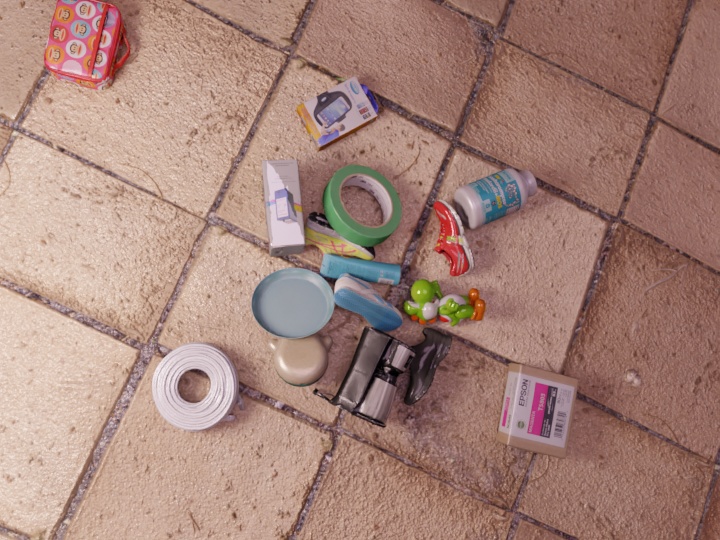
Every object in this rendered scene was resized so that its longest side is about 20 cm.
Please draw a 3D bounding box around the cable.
[{"bbox_3d":[-0.380,0.268,1.339,0.196,0.069,0.204,-15,86,-10],"label":"cable"}]

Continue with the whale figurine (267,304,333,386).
[{"bbox_3d":[-0.143,0.179,1.385,0.156,0.104,0.203,-4,60,-8],"label":"whale figurine"}]

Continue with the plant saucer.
[{"bbox_3d":[-0.159,0.081,1.375,0.196,0.028,0.203,3,51,-3],"label":"plant saucer"}]

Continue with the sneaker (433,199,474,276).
[{"bbox_3d":[0.222,-0.081,1.470,0.083,0.077,0.203,-21,87,-5],"label":"sneaker"}]

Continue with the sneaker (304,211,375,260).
[{"bbox_3d":[-0.056,-0.066,1.433,0.197,0.079,0.091,25,117,-16],"label":"sneaker"}]

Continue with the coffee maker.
[{"bbox_3d":[0.012,0.239,1.370,0.189,0.135,0.203,25,80,-4],"label":"coffee maker"}]

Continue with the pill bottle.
[{"bbox_3d":[0.347,-0.190,1.482,0.197,0.111,0.113,-23,87,-11],"label":"pill bottle"}]

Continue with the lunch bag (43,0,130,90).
[{"bbox_3d":[-0.644,-0.540,1.390,0.173,0.082,0.204,11,83,-11],"label":"lunch bag"}]

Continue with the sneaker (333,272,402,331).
[{"bbox_3d":[0.025,0.076,1.418,0.198,0.081,0.076,34,121,-21],"label":"sneaker"}]

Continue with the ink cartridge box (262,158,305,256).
[{"bbox_3d":[-0.184,-0.144,1.377,0.086,0.145,0.205,-4,83,-10],"label":"ink cartridge box"}]

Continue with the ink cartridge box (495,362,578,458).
[{"bbox_3d":[0.442,0.348,1.454,0.161,0.075,0.204,13,82,-8],"label":"ink cartridge box"}]

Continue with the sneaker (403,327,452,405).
[{"bbox_3d":[0.148,0.234,1.431,0.090,0.076,0.202,28,73,5],"label":"sneaker"}]

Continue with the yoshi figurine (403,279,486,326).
[{"bbox_3d":[0.205,0.069,1.440,0.195,0.113,0.114,0,68,-6],"label":"yoshi figurine"}]

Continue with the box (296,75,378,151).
[{"bbox_3d":[-0.050,-0.405,1.482,0.198,0.041,0.120,-31,89,-9],"label":"box"}]

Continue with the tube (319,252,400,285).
[{"bbox_3d":[0.000,0.000,1.434,0.196,0.051,0.079,7,126,-10],"label":"tube"}]

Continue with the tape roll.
[{"bbox_3d":[0.005,-0.159,1.416,0.197,0.048,0.204,13,60,-24],"label":"tape roll"}]
